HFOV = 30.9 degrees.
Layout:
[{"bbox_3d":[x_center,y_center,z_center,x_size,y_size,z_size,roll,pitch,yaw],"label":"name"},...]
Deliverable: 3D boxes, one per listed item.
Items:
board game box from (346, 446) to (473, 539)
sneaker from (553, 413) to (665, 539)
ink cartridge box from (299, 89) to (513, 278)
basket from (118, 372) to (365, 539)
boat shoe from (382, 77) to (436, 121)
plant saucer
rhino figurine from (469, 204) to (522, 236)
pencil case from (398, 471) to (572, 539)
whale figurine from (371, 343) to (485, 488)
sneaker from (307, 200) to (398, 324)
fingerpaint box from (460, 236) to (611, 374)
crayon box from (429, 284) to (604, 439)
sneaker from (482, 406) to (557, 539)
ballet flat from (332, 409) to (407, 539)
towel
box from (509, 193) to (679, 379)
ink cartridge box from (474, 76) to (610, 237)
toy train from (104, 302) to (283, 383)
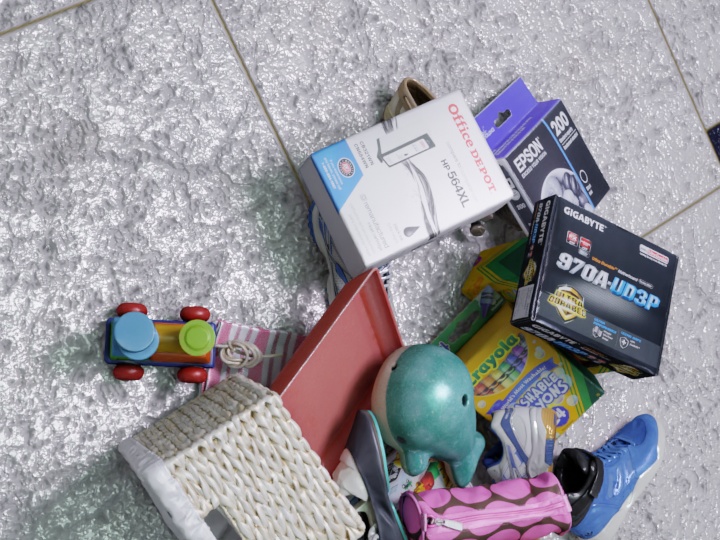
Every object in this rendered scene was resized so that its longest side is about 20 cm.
[{"bbox_3d":[0.043,0.290,1.568,0.200,0.035,0.126,-40,103,-28],"label":"board game box"},{"bbox_3d":[0.320,0.251,1.708,0.111,0.077,0.200,45,70,-27],"label":"sneaker"},{"bbox_3d":[0.053,-0.101,1.501,0.199,0.084,0.146,-26,86,-15],"label":"ink cartridge box"},{"bbox_3d":[-0.127,0.230,1.365,0.161,0.200,0.199,-35,102,-13],"label":"basket"},{"bbox_3d":[0.108,-0.155,1.599,0.200,0.065,0.071,45,45,17],"label":"boat shoe"},{"bbox_3d":[-0.025,0.123,1.478,0.200,0.037,0.200,-53,146,-26],"label":"plant saucer"},{"bbox_3d":[0.146,-0.094,1.666,0.199,0.060,0.088,11,54,-29],"label":"rhino figurine"},{"bbox_3d":[0.149,0.285,1.522,0.199,0.094,0.091,-7,70,-16],"label":"pencil case"},{"bbox_3d":[0.100,0.174,1.529,0.200,0.104,0.159,52,50,-32],"label":"whale figurine"},{"bbox_3d":[0.000,0.000,1.557,0.077,0.085,0.201,-26,96,-30],"label":"sneaker"},{"bbox_3d":[0.255,0.048,1.649,0.200,0.167,0.073,40,63,-19],"label":"fingerpaint box"},{"bbox_3d":[0.191,0.129,1.632,0.200,0.052,0.126,40,103,-18],"label":"crayon box"},{"bbox_3d":[0.196,0.252,1.630,0.075,0.088,0.201,-66,158,-62],"label":"sneaker"},{"bbox_3d":[0.007,0.261,1.489,0.073,0.073,0.201,-20,102,-30],"label":"ballet flat"},{"bbox_3d":[-0.092,0.141,1.516,0.199,0.030,0.147,11,78,-28],"label":"towel"},{"bbox_3d":[0.279,0.022,1.543,0.200,0.046,0.160,24,69,-25],"label":"box"},{"bbox_3d":[0.234,-0.143,1.702,0.200,0.043,0.198,56,41,-10],"label":"ink cartridge box"},{"bbox_3d":[-0.173,0.077,1.405,0.199,0.116,0.085,4,81,-12],"label":"toy train"}]
